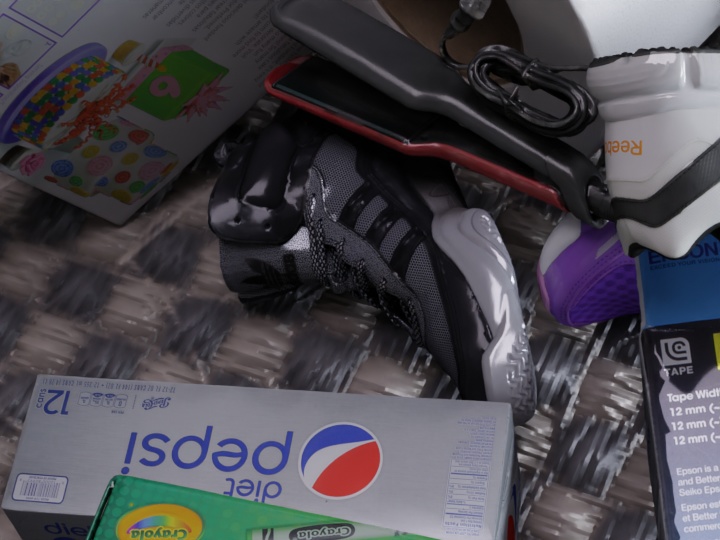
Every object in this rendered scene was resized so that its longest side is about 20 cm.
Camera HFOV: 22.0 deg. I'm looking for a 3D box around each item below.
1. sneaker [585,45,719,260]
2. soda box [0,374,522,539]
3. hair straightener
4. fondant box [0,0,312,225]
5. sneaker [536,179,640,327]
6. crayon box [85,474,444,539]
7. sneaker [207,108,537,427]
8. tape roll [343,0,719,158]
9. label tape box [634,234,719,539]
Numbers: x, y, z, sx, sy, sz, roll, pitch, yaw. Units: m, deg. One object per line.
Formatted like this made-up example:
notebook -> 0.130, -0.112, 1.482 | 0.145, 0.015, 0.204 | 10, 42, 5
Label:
sneaker -> 0.174, -0.042, 0.704 | 0.198, 0.074, 0.081 | -2, 91, -21
soda box -> -0.037, 0.090, 0.744 | 0.198, 0.069, 0.064 | 3, 57, 11
hair straightener -> 0.043, -0.072, 0.746 | 0.199, 0.078, 0.041 | 31, 45, 29
fondant box -> -0.127, -0.112, 0.787 | 0.144, 0.199, 0.059 | -40, 52, 19
sneaker -> 0.174, -0.005, 0.768 | 0.198, 0.081, 0.089 | -14, 64, -1
crayon box -> 0.004, 0.142, 0.673 | 0.198, 0.119, 0.059 | 10, 59, 16
sneaker -> 0.000, 0.000, 0.796 | 0.113, 0.076, 0.201 | -20, 51, -3
tape roll -> 0.074, -0.164, 0.810 | 0.202, 0.203, 0.139 | 37, 69, 28
label tape box -> 0.183, 0.082, 0.704 | 0.142, 0.066, 0.202 | -6, 62, 6
